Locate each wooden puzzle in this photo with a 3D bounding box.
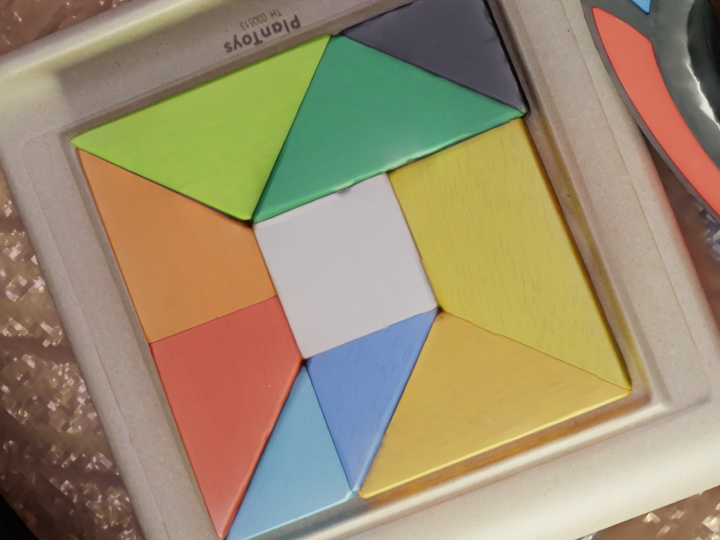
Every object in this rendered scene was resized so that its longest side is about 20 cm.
[{"bbox_3d":[0.000,0.000,0.869,0.185,0.037,0.200,-22,93,8],"label":"wooden puzzle"}]

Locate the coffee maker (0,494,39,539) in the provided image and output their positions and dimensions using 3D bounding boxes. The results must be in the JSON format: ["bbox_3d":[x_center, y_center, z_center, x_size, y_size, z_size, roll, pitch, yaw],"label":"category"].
[{"bbox_3d":[-0.140,0.079,0.842,0.192,0.135,0.200,-37,93,12],"label":"coffee maker"}]

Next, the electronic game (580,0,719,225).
[{"bbox_3d":[0.136,-0.033,0.774,0.200,0.200,0.042,44,73,1],"label":"electronic game"}]
